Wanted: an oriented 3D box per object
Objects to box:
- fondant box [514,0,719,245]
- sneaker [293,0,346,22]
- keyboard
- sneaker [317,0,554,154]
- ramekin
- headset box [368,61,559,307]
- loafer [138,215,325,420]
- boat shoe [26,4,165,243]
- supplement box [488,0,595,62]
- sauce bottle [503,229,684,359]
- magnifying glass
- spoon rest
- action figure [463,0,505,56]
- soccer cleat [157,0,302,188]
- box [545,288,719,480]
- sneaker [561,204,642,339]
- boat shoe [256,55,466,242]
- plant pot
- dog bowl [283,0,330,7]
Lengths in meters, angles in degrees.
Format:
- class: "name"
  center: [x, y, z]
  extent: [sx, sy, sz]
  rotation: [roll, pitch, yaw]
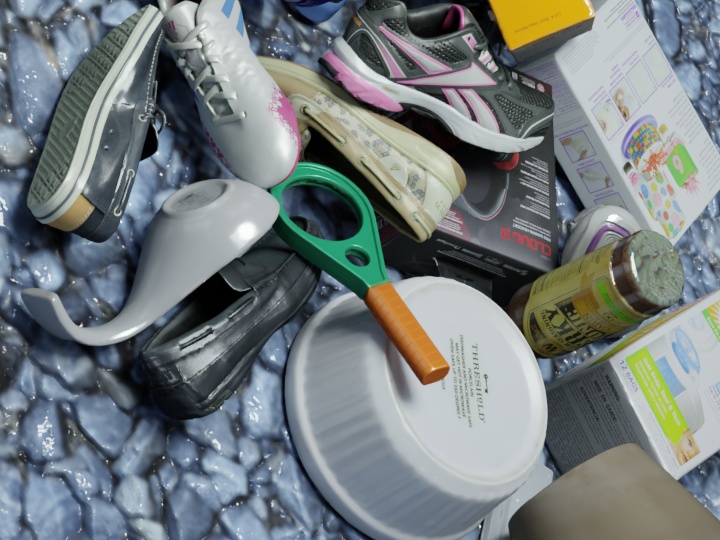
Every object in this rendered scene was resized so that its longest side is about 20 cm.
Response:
- class: "fondant box"
  center: [0.227, -0.125, 1.870]
  extent: [0.201, 0.058, 0.144]
  rotation: [58, 44, -12]
- class: "sneaker"
  center: [-0.016, -0.297, 1.743]
  extent: [0.070, 0.078, 0.201]
  rotation: [25, 54, -29]
- class: "keyboard"
  center: [0.111, 0.224, 1.644]
  extent: [0.056, 0.011, 0.201]
  rotation: [38, 49, -28]
- class: "sneaker"
  center: [0.073, -0.153, 1.618]
  extent: [0.199, 0.087, 0.080]
  rotation: [14, 27, -35]
- class: "ramekin"
  center: [0.049, 0.097, 1.591]
  extent: [0.202, 0.094, 0.204]
  rotation: [20, 57, -32]
- class: "headset box"
  center: [0.080, -0.072, 1.716]
  extent: [0.148, 0.075, 0.201]
  rotation: [20, 57, -33]
- class: "loafer"
  center: [-0.088, 0.020, 1.522]
  extent: [0.201, 0.068, 0.071]
  rotation: [-53, 123, -40]
- class: "boat shoe"
  center: [-0.173, -0.102, 1.510]
  extent: [0.062, 0.074, 0.201]
  rotation: [38, 48, -28]
- class: "supplement box"
  center: [0.129, -0.237, 1.686]
  extent: [0.200, 0.073, 0.127]
  rotation: [-38, 106, -84]
- class: "sauce bottle"
  center: [0.157, 0.030, 1.645]
  extent: [0.064, 0.200, 0.065]
  rotation: [18, 60, -33]
- class: "magnifying glass"
  center: [0.000, 0.000, 1.539]
  extent: [0.079, 0.022, 0.200]
  rotation: [-14, 56, -37]
- class: "spoon rest"
  center: [-0.140, -0.005, 1.491]
  extent: [0.200, 0.099, 0.061]
  rotation: [-33, 118, -32]
- class: "action figure"
  center: [0.086, -0.264, 1.827]
  extent: [0.199, 0.069, 0.131]
  rotation: [29, 47, -32]
- class: "soccer cleat"
  center: [-0.108, -0.145, 1.568]
  extent: [0.086, 0.070, 0.201]
  rotation: [30, 29, -52]
- class: "box"
  center: [0.246, 0.102, 1.757]
  extent: [0.200, 0.101, 0.113]
  rotation: [-25, 87, -45]
- class: "sneaker"
  center: [0.187, -0.016, 1.740]
  extent: [0.074, 0.200, 0.100]
  rotation: [-17, 67, 0]
- class: "boat shoe"
  center: [-0.019, -0.094, 1.610]
  extent: [0.199, 0.073, 0.063]
  rotation: [29, 72, 14]
- class: "plant pot"
  center: [0.202, 0.231, 1.604]
  extent: [0.199, 0.200, 0.174]
  rotation: [-15, 67, -45]
- class: "dog bowl"
  center: [-0.039, -0.306, 1.642]
  extent: [0.079, 0.200, 0.201]
  rotation: [23, 55, -33]
